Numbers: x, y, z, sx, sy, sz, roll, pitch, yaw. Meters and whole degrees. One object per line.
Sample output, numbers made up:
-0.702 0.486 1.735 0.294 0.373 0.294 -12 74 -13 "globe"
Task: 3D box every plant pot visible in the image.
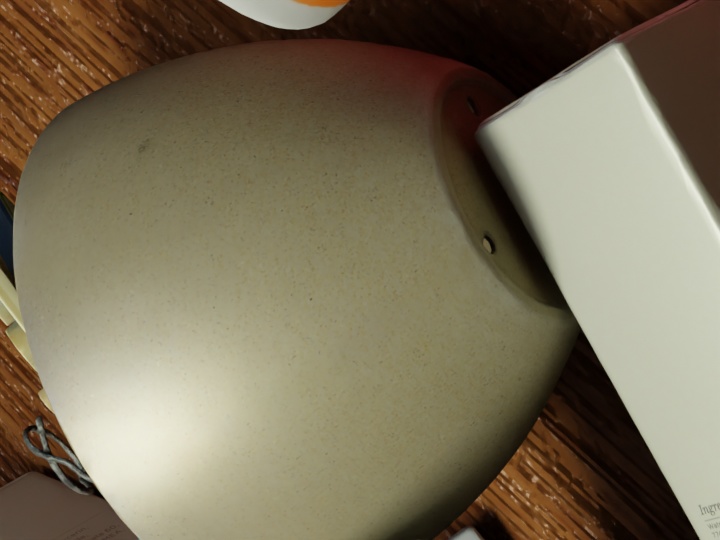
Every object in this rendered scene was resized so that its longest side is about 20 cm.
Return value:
0.000 0.000 0.699 0.134 0.200 0.201 -27 91 29 "plant pot"

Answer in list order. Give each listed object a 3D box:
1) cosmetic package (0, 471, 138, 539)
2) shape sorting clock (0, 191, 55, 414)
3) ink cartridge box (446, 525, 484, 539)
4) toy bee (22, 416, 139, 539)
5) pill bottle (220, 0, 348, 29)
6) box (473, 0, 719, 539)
-0.153 0.227 1.022 0.199 0.165 0.166 15 123 44 "cosmetic package"
-0.104 0.037 0.768 0.200 0.039 0.200 47 178 2 "shape sorting clock"
0.022 0.236 0.797 0.200 0.196 0.043 53 164 11 "ink cartridge box"
-0.058 0.116 0.883 0.109 0.131 0.200 -41 85 9 "toy bee"
0.019 -0.169 0.556 0.200 0.114 0.114 -39 81 27 "pill bottle"
0.124 0.018 0.639 0.082 0.068 0.201 -28 90 53 "box"
